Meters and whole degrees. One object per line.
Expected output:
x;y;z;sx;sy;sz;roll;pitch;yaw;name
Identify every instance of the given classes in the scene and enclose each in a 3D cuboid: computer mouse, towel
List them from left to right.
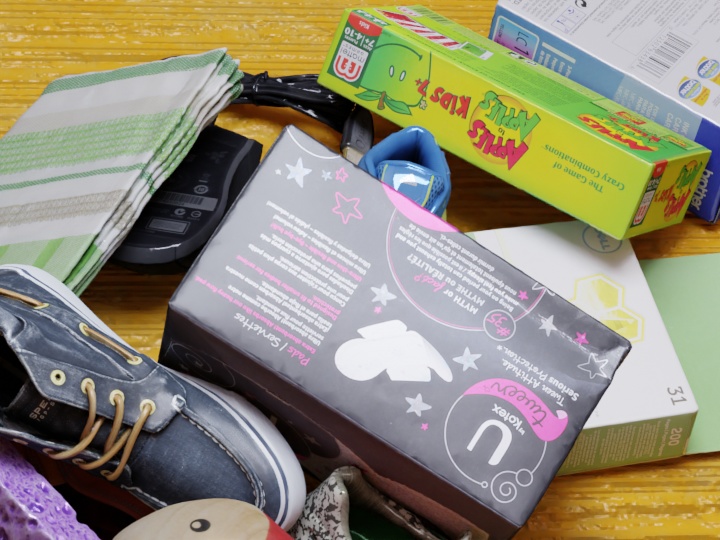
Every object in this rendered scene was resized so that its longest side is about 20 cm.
-0.160;-0.042;1.495;0.149;0.031;0.200;-6;38;39;towel
-0.067;-0.047;1.544;0.139;0.046;0.200;6;37;8;computer mouse

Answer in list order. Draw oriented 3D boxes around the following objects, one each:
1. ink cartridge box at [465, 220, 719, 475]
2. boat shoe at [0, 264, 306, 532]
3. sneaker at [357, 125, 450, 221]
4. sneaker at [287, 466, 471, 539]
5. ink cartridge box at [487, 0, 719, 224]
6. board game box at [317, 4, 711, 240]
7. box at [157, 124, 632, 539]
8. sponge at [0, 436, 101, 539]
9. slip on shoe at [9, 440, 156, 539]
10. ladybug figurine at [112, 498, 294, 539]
0.157;0.036;1.509;0.199;0.048;0.146;-7;50;-13;ink cartridge box
-0.124;0.072;1.310;0.200;0.071;0.091;34;18;12;boat shoe
0.000;0.000;1.474;0.075;0.105;0.201;15;48;4;sneaker
0.042;0.165;1.329;0.199;0.089;0.077;33;50;1;sneaker
0.188;-0.118;1.628;0.199;0.077;0.136;30;49;18;ink cartridge box
0.086;-0.086;1.550;0.199;0.048;0.101;28;18;20;board game box
0.011;0.045;1.361;0.199;0.132;0.115;33;71;4;box
-0.204;0.116;1.333;0.030;0.112;0.200;-13;48;-48;sponge
-0.156;0.099;1.387;0.199;0.074;0.061;28;53;9;slip on shoe
-0.028;0.175;1.270;0.072;0.136;0.200;-47;109;-4;ladybug figurine
